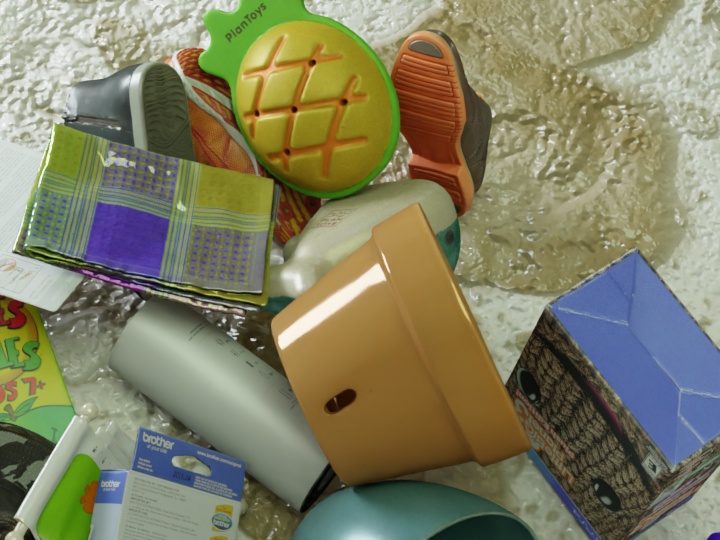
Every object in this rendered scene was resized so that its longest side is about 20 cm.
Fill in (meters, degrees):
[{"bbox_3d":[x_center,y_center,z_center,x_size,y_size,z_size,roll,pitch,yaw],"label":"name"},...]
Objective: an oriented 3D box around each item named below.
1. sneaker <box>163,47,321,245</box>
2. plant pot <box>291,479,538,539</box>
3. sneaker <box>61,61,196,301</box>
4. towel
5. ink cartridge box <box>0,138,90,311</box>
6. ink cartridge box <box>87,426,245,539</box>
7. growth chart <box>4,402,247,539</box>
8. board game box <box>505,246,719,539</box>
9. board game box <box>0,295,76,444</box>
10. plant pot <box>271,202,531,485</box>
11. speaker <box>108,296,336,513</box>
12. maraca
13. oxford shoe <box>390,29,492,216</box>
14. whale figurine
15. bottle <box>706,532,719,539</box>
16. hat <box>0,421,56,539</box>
[{"bbox_3d":[-0.104,-0.101,1.610,0.073,0.077,0.200,-34,87,-43],"label":"sneaker"},{"bbox_3d":[0.020,0.236,1.399,0.200,0.201,0.135,-34,43,-23],"label":"plant pot"},{"bbox_3d":[-0.194,-0.070,1.580,0.075,0.106,0.202,2,85,-48],"label":"sneaker"},{"bbox_3d":[-0.161,-0.042,1.472,0.199,0.023,0.144,15,49,-7],"label":"towel"},{"bbox_3d":[-0.288,-0.030,1.502,0.199,0.057,0.163,21,47,15],"label":"ink cartridge box"},{"bbox_3d":[-0.151,0.226,1.384,0.119,0.042,0.201,23,72,-43],"label":"ink cartridge box"},{"bbox_3d":[-0.174,0.195,1.404,0.200,0.018,0.145,41,58,-37],"label":"growth chart"},{"bbox_3d":[0.205,0.108,1.472,0.097,0.200,0.160,-30,71,-21],"label":"board game box"},{"bbox_3d":[-0.287,0.099,1.480,0.101,0.048,0.201,-17,67,-17],"label":"board game box"},{"bbox_3d":[0.024,0.070,1.386,0.139,0.200,0.201,-26,68,3],"label":"plant pot"},{"bbox_3d":[-0.102,0.102,1.492,0.200,0.081,0.081,36,63,9],"label":"speaker"},{"bbox_3d":[-0.051,-0.153,1.547,0.137,0.107,0.200,-41,84,16],"label":"maraca"},{"bbox_3d":[0.072,-0.138,1.584,0.071,0.201,0.073,21,56,22],"label":"oxford shoe"},{"bbox_3d":[0.000,0.000,1.527,0.200,0.158,0.104,-35,114,-44],"label":"whale figurine"},{"bbox_3d":[0.260,0.261,1.478,0.199,0.065,0.084,-28,69,-21],"label":"bottle"},{"bbox_3d":[-0.288,0.206,1.367,0.199,0.081,0.202,0,87,-3],"label":"hat"}]
